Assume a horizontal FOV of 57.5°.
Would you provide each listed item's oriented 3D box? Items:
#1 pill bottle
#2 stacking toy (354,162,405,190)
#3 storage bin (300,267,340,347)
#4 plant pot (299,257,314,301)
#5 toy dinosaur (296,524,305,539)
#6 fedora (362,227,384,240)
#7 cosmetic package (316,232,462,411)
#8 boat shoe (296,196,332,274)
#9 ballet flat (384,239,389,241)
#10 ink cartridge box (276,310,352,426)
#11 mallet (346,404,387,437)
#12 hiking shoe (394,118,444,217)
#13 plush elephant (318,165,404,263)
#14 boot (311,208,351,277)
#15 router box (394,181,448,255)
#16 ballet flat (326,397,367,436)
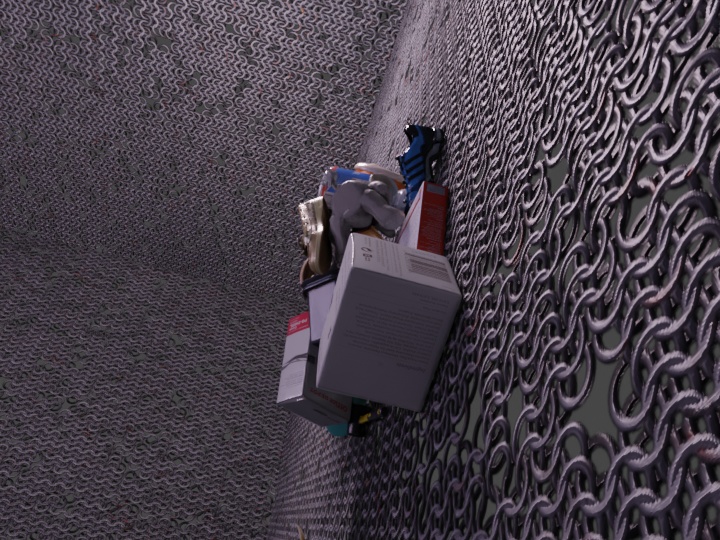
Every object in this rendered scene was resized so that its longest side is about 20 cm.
[{"bbox_3d":[0.015,-0.157,1.456,0.112,0.200,0.112,15,-90,-78],"label":"pill bottle"},{"bbox_3d":[0.029,-0.146,1.564,0.146,0.146,0.200,-137,66,-82],"label":"stacking toy"},{"bbox_3d":[-0.014,0.101,1.331,0.145,0.200,0.134,-22,54,31],"label":"storage bin"},{"bbox_3d":[-0.062,0.053,1.864,0.175,0.200,0.200,80,-161,-61],"label":"plant pot"},{"bbox_3d":[-0.109,0.619,1.296,0.058,0.101,0.200,135,149,-77],"label":"toy dinosaur"},{"bbox_3d":[0.000,0.000,1.486,0.201,0.082,0.201,26,121,55],"label":"fedora"},{"bbox_3d":[0.037,0.075,0.999,0.165,0.165,0.200,-92,18,-70],"label":"cosmetic package"},{"bbox_3d":[-0.095,-0.067,1.318,0.200,0.063,0.073,-93,-10,-46],"label":"boat shoe"},{"bbox_3d":[0.045,-0.032,1.565,0.200,0.072,0.072,-103,28,-75],"label":"ballet flat"},{"bbox_3d":[-0.087,0.206,1.368,0.083,0.145,0.200,-22,47,34],"label":"ink cartridge box"},{"bbox_3d":[0.018,0.278,1.289,0.200,0.041,0.066,125,156,-59],"label":"mallet"},{"bbox_3d":[0.106,-0.203,1.347,0.074,0.087,0.200,154,130,-81],"label":"hiking shoe"},{"bbox_3d":[0.012,-0.117,1.324,0.165,0.155,0.200,-43,64,22],"label":"plush elephant"},{"bbox_3d":[-0.075,-0.017,1.431,0.154,0.073,0.204,-37,74,36],"label":"boot"},{"bbox_3d":[0.099,-0.030,1.201,0.200,0.049,0.180,115,168,-55],"label":"router box"},{"bbox_3d":[-0.024,0.313,1.476,0.070,0.067,0.200,-51,-9,-35],"label":"ballet flat"}]
